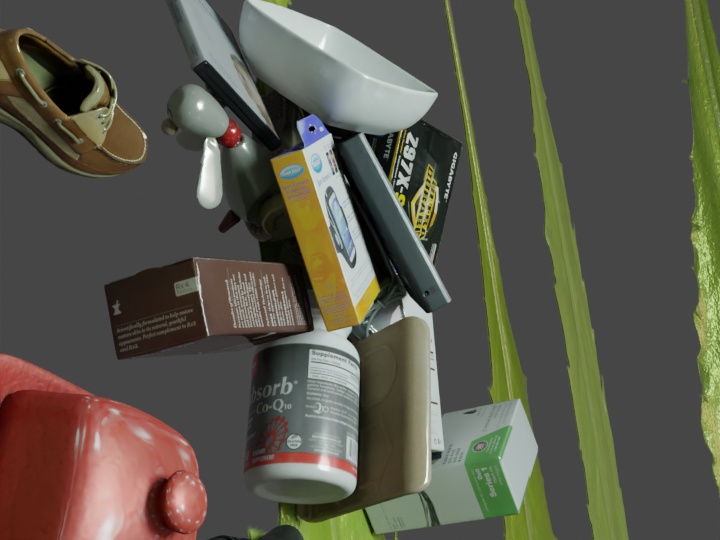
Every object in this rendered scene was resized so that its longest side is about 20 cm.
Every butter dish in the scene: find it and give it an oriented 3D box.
[{"bbox_3d":[-0.177,0.172,0.710,0.199,0.147,0.202,45,40,-52],"label":"butter dish"}]

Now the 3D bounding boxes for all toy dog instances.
[{"bbox_3d":[-0.140,-0.100,0.991,0.200,0.096,0.132,50,11,-29],"label":"toy dog"}]

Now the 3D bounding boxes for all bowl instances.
[{"bbox_3d":[-0.032,-0.218,1.108,0.200,0.199,0.075,-2,125,-60],"label":"bowl"}]

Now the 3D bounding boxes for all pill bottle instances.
[{"bbox_3d":[-0.058,0.131,1.032,0.116,0.115,0.202,43,41,-52],"label":"pill bottle"}]

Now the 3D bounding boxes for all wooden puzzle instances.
[{"bbox_3d":[0.009,0.165,1.065,0.046,0.199,0.187,21,58,-35],"label":"wooden puzzle"}]

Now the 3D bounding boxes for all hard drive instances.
[{"bbox_3d":[0.029,-0.056,1.088,0.201,0.033,0.140,61,-1,-9],"label":"hard drive"}]

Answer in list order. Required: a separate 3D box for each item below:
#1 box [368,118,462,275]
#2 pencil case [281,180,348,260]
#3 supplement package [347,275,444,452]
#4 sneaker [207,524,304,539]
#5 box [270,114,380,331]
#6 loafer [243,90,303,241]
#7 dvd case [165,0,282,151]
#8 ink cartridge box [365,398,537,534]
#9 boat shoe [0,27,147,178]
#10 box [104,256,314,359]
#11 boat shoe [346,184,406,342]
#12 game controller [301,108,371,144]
[{"bbox_3d":[0.055,-0.084,1.239,0.159,0.049,0.202,15,87,-56],"label":"box"},{"bbox_3d":[-0.041,-0.094,1.213,0.089,0.078,0.201,42,38,-22],"label":"pencil case"},{"bbox_3d":[0.018,0.121,1.200,0.120,0.120,0.202,25,57,-61],"label":"supplement package"},{"bbox_3d":[-0.108,0.278,0.917,0.091,0.075,0.200,68,22,-6],"label":"sneaker"},{"bbox_3d":[-0.035,-0.052,0.993,0.119,0.041,0.202,-52,124,-72],"label":"box"},{"bbox_3d":[-0.086,-0.115,1.126,0.068,0.075,0.202,40,44,-46],"label":"loafer"},{"bbox_3d":[-0.148,-0.226,1.009,0.143,0.017,0.201,44,16,-52],"label":"dvd case"},{"bbox_3d":[0.110,0.248,1.257,0.085,0.199,0.146,68,25,-15],"label":"ink cartridge box"},{"bbox_3d":[-0.235,-0.133,0.803,0.200,0.073,0.076,29,54,-60],"label":"boat shoe"},{"bbox_3d":[-0.133,0.035,0.923,0.200,0.099,0.076,7,70,-65],"label":"box"},{"bbox_3d":[0.001,-0.001,1.094,0.074,0.065,0.203,-23,98,-21],"label":"boat shoe"},{"bbox_3d":[-0.040,-0.232,1.236,0.104,0.042,0.201,14,46,-41],"label":"game controller"}]
